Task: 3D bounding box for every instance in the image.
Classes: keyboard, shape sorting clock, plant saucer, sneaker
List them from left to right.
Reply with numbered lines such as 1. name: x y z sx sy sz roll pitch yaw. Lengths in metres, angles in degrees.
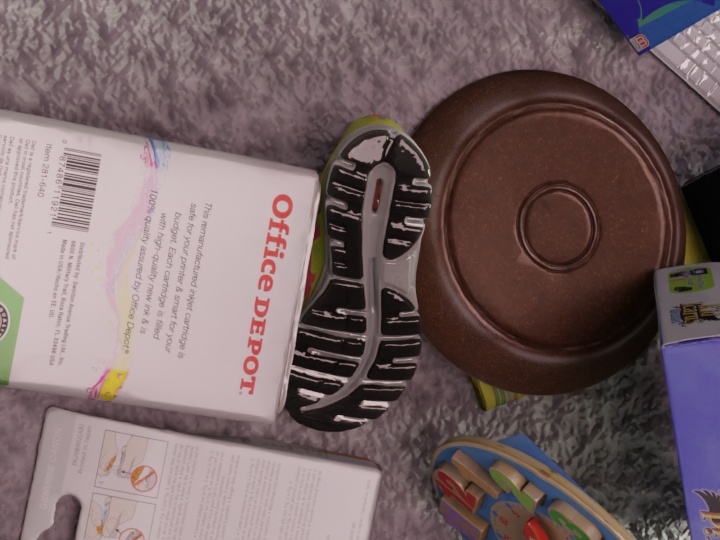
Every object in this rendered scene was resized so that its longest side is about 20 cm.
1. sneaker: 0.000 0.000 1.185 0.078 0.090 0.200 11 113 -10
2. plant saucer: 0.114 -0.025 1.231 0.200 0.034 0.201 1 86 -17
3. shape sorting clock: 0.116 0.172 1.175 0.039 0.200 0.200 -40 107 -20
4. keyboard: 0.223 -0.142 1.291 0.200 0.011 0.056 38 81 -19

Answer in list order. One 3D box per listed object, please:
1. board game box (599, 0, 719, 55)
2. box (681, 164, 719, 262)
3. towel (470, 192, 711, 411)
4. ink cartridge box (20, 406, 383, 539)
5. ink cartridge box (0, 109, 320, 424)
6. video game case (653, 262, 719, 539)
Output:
1. board game box: 0.200 -0.236 1.176 0.152 0.200 0.045 52 39 -11
2. box: 0.337 -0.005 1.253 0.200 0.117 0.197 -20 85 -25
3. towel: 0.150 0.014 1.274 0.200 0.018 0.086 -21 105 -18
4. ink cartridge box: -0.099 0.174 1.188 0.199 0.050 0.163 12 91 -3
5. ink cartridge box: -0.137 -0.003 1.126 0.200 0.084 0.145 10 91 -21
6. video game case: 0.204 0.112 1.158 0.045 0.181 0.201 -9 102 9
